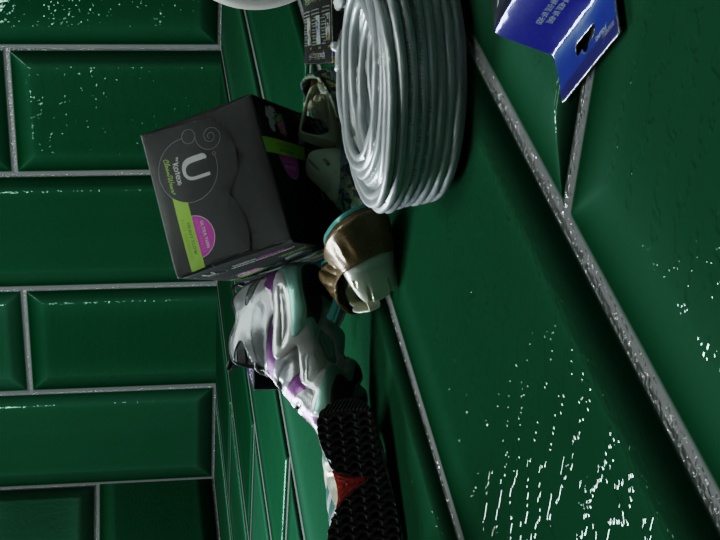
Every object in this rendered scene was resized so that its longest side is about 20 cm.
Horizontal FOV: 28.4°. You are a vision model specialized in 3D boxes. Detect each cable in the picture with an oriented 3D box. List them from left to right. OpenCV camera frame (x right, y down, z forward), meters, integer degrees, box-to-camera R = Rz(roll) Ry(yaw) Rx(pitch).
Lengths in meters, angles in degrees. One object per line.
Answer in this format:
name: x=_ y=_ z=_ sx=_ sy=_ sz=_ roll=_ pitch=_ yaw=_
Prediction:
cable: x=0.029 y=-0.142 z=1.056 sx=0.200 sy=0.069 sz=0.201 roll=131 pitch=136 yaw=-75

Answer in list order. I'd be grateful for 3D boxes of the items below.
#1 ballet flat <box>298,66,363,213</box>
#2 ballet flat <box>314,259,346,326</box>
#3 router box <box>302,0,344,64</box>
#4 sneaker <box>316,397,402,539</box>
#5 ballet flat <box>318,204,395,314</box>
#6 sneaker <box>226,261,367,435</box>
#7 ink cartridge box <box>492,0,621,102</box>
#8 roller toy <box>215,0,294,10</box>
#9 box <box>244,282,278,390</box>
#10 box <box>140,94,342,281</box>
ballet flat: x=-0.026 y=-0.118 z=1.386 sx=0.074 sy=0.074 sz=0.201 roll=100 pitch=165 yaw=-49
ballet flat: x=-0.038 y=-0.021 z=1.526 sx=0.072 sy=0.072 sz=0.201 roll=175 pitch=93 yaw=-81
router box: x=-0.019 y=-0.277 z=1.363 sx=0.200 sy=0.052 sz=0.158 roll=-139 pitch=48 yaw=-77
sneaker: x=0.004 y=0.223 z=1.313 sx=0.093 sy=0.070 sz=0.200 roll=70 pitch=-170 yaw=-59
ballet flat: x=0.000 y=0.000 z=1.292 sx=0.200 sy=0.068 sz=0.073 roll=120 pitch=127 yaw=-73
sneaker: x=-0.077 y=0.098 z=1.431 sx=0.078 sy=0.139 sz=0.201 roll=-14 pitch=-90 yaw=-58
ink cartridge box: x=0.094 y=-0.197 z=0.742 sx=0.099 sy=0.039 sz=0.201 roll=122 pitch=145 yaw=-72
roller toy: x=-0.115 y=-0.378 z=1.516 sx=0.140 sy=0.199 sz=0.183 roll=-102 pitch=20 yaw=-44
box: x=-0.118 y=0.050 z=1.948 sx=0.141 sy=0.078 sz=0.201 roll=-126 pitch=36 yaw=-78
box: x=-0.106 y=-0.075 z=1.406 sx=0.200 sy=0.124 sz=0.149 roll=3 pitch=-110 yaw=-73
